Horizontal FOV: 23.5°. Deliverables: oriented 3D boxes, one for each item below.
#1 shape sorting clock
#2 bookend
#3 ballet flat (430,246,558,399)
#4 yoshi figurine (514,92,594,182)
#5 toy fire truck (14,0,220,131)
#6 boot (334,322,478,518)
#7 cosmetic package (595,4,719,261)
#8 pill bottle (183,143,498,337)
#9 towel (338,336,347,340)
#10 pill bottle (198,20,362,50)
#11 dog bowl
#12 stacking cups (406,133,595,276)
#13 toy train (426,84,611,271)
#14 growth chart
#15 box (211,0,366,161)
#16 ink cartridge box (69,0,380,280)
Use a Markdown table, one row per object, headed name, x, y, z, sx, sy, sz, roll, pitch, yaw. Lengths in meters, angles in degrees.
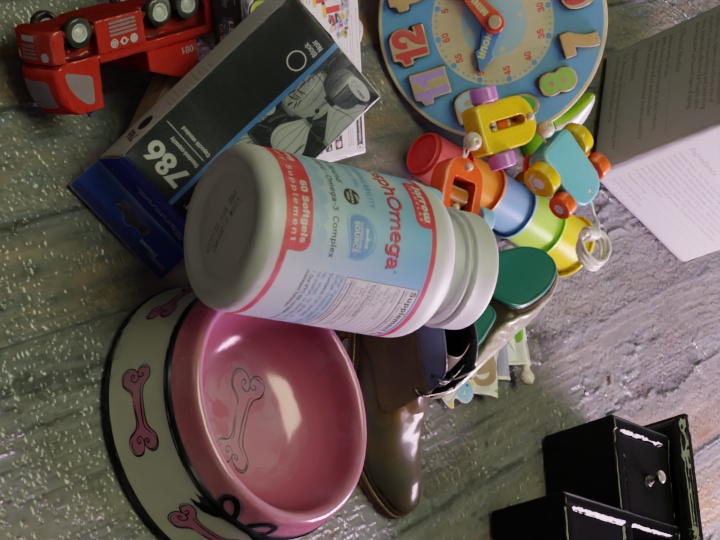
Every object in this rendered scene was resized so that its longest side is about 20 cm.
| name | x | y | z | sx | sy | sz | roll | pitch | yaw |
| --- | --- | --- | --- | --- | --- | --- | --- | --- | --- |
| shape sorting clock | 0.113 | -0.212 | 1.480 | 0.201 | 0.199 | 0.039 | 61 | 4 | -10 |
| bookend | 0.194 | 0.204 | 1.440 | 0.198 | 0.092 | 0.201 | 23 | 56 | -43 |
| ballet flat | 0.094 | 0.041 | 1.402 | 0.067 | 0.063 | 0.200 | 35 | 38 | 17 |
| yoshi figurine | 0.130 | -0.168 | 1.560 | 0.112 | 0.112 | 0.201 | -28 | 112 | -16 |
| toy fire truck | -0.141 | -0.125 | 1.209 | 0.199 | 0.049 | 0.142 | -23 | 117 | -38 |
| boot | 0.039 | 0.088 | 1.283 | 0.075 | 0.096 | 0.201 | -19 | 102 | -50 |
| cosmetic package | 0.362 | -0.142 | 1.718 | 0.166 | 0.199 | 0.168 | 40 | 47 | -32 |
| pill bottle | -0.009 | -0.014 | 1.156 | 0.199 | 0.109 | 0.109 | 10 | 65 | -35 |
| towel | 0.000 | 0.000 | 1.347 | 0.200 | 0.018 | 0.087 | -24 | 90 | -47 |
| pill bottle | -0.091 | -0.222 | 1.281 | 0.200 | 0.111 | 0.112 | 43 | 44 | -29 |
| dog bowl | -0.076 | 0.098 | 1.181 | 0.200 | 0.074 | 0.201 | 25 | 55 | -42 |
| stacking cups | 0.121 | -0.064 | 1.510 | 0.200 | 0.060 | 0.061 | 32 | 51 | -35 |
| toy train | 0.122 | -0.068 | 1.442 | 0.199 | 0.055 | 0.151 | 14 | 75 | -35 |
| growth chart | 0.077 | 0.043 | 1.436 | 0.199 | 0.018 | 0.146 | 5 | 69 | -47 |
| box | -0.051 | -0.171 | 1.222 | 0.110 | 0.035 | 0.201 | -18 | 114 | -39 |
| ink cartridge box | -0.091 | -0.088 | 1.173 | 0.099 | 0.200 | 0.039 | 46 | -1 | -26 |
